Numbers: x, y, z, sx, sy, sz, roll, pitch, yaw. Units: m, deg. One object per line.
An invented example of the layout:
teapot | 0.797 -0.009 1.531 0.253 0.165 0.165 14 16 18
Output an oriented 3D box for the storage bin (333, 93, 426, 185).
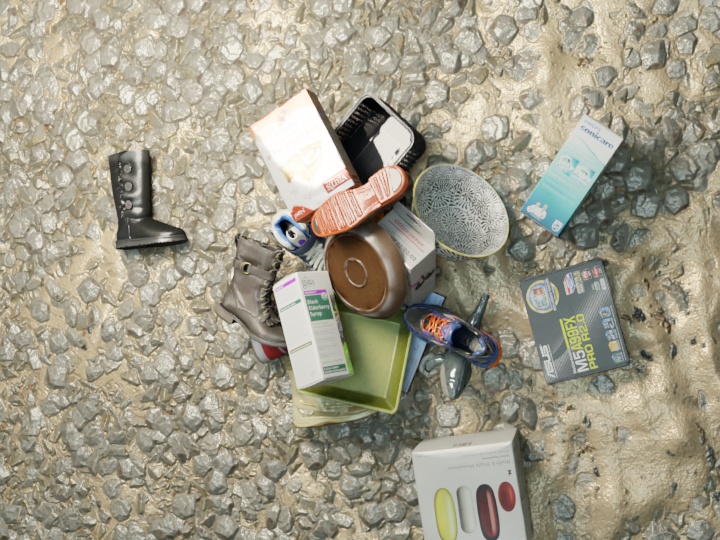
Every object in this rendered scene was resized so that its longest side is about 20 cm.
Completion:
storage bin | 0.010 -0.207 1.620 0.135 0.094 0.201 44 103 14

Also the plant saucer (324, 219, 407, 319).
plant saucer | 0.000 0.000 1.585 0.198 0.032 0.203 22 124 36

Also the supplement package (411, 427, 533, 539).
supplement package | 0.209 0.412 1.609 0.188 0.147 0.204 -10 87 14

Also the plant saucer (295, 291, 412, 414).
plant saucer | -0.007 0.156 1.667 0.196 0.048 0.204 11 78 5

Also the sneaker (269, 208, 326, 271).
sneaker | -0.094 -0.036 1.682 0.081 0.146 0.200 -44 80 11

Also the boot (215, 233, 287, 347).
boot | -0.181 0.038 1.670 0.198 0.069 0.177 25 101 13

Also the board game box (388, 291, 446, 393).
board game box | 0.084 0.126 1.704 0.102 0.019 0.203 23 96 12

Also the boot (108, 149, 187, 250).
boot | -0.442 -0.152 1.818 0.162 0.066 0.204 -4 85 13

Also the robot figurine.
robot figurine | 0.019 -0.170 1.698 0.142 0.058 0.204 -3 89 15

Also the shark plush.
shark plush | 0.207 0.146 1.641 0.090 0.083 0.201 35 86 -8

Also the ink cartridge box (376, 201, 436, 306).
ink cartridge box | 0.077 -0.029 1.598 0.068 0.201 0.115 -40 65 -17

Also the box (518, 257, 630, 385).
box | 0.394 0.094 1.611 0.158 0.044 0.204 -15 87 14

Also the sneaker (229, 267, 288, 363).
sneaker | -0.182 0.074 1.745 0.111 0.071 0.203 -20 93 17

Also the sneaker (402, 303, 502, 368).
sneaker | 0.162 0.109 1.583 0.198 0.078 0.076 22 84 24

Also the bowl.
bowl | 0.168 -0.089 1.624 0.201 0.200 0.094 50 143 8

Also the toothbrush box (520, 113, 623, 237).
toothbrush box | 0.376 -0.164 1.562 0.085 0.146 0.202 34 97 11

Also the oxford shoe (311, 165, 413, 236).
oxford shoe | 0.006 -0.111 1.526 0.198 0.072 0.072 -25 73 21

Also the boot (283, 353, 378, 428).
boot | -0.050 0.218 1.715 0.197 0.073 0.158 -11 86 16

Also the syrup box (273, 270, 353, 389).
syrup box | -0.087 0.107 1.601 0.081 0.078 0.203 -26 74 44

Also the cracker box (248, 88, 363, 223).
cracker box | -0.099 -0.204 1.579 0.133 0.058 0.202 -30 81 16
